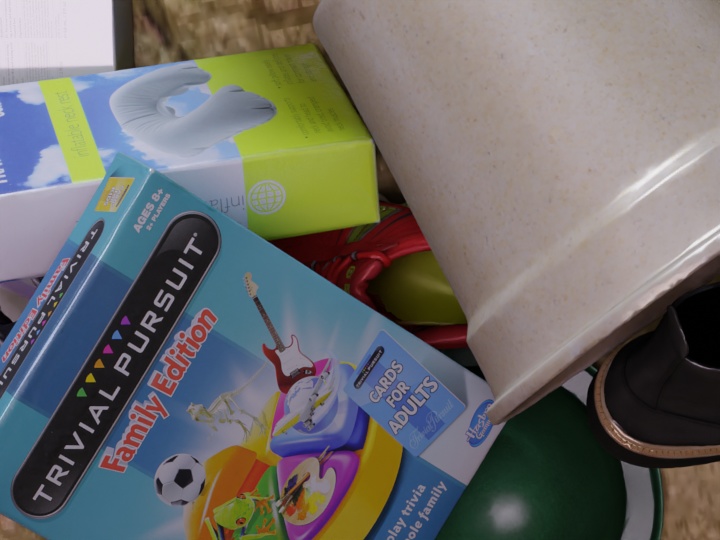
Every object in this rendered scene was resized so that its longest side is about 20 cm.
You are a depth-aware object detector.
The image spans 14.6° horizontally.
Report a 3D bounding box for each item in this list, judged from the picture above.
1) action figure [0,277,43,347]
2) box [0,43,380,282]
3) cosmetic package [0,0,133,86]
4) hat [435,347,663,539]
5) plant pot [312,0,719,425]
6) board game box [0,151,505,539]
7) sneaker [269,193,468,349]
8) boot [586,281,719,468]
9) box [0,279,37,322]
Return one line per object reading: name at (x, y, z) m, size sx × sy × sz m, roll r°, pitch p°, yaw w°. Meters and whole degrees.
action figure at (-0.097, 0.075, 1.241) m, size 0.130 × 0.069 × 0.200 m, roll -44°, pitch 86°, yaw -4°
box at (-0.102, -0.047, 1.227) m, size 0.199 × 0.122 × 0.048 m, roll -9°, pitch 117°, yaw -11°
cosmetic package at (-0.150, -0.177, 1.290) m, size 0.082 × 0.051 × 0.201 m, roll 1°, pitch 101°, yaw 5°
hat at (0.053, 0.120, 1.245) m, size 0.200 × 0.176 × 0.166 m, roll -32°, pitch 94°, yaw 14°
plant pot at (0.083, -0.068, 1.153) m, size 0.200 × 0.200 × 0.184 m, roll -37°, pitch 84°, yaw 14°
board game box at (-0.054, 0.068, 1.176) m, size 0.200 × 0.047 × 0.151 m, roll 32°, pitch 87°, yaw -25°
sneaker at (0.000, 0.000, 1.277) m, size 0.199 × 0.085 × 0.077 m, roll 0°, pitch 101°, yaw 17°
boot at (0.206, 0.033, 1.185) m, size 0.199 × 0.138 × 0.078 m, roll -14°, pitch 75°, yaw -12°
box at (-0.128, 0.019, 1.309) m, size 0.199 × 0.041 × 0.039 m, roll 26°, pitch 146°, yaw 13°
